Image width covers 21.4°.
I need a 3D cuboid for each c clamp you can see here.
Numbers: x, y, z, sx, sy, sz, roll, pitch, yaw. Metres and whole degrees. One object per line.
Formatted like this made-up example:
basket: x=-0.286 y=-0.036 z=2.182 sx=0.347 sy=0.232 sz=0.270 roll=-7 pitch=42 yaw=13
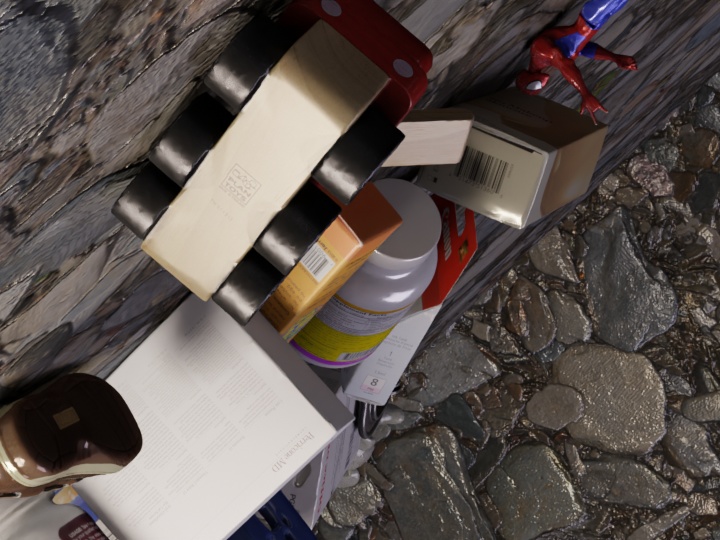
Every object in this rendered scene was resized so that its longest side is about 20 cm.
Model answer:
c clamp: x=0.033 y=0.072 z=2.009 sx=0.171 sy=0.027 sz=0.200 roll=-49 pitch=150 yaw=-69

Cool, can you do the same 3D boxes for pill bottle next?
pill bottle: x=-0.229 y=0.253 z=1.467 sx=0.114 sy=0.200 sz=0.114 roll=-40 pitch=173 yaw=-6
pill bottle: x=0.000 y=0.000 z=1.578 sx=0.104 sy=0.104 sz=0.200 roll=-38 pitch=172 yaw=-30

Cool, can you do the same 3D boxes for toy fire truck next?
toy fire truck: x=-0.010 y=-0.079 z=1.030 sx=0.176 sy=0.129 sz=0.200 roll=-49 pitch=-178 yaw=43

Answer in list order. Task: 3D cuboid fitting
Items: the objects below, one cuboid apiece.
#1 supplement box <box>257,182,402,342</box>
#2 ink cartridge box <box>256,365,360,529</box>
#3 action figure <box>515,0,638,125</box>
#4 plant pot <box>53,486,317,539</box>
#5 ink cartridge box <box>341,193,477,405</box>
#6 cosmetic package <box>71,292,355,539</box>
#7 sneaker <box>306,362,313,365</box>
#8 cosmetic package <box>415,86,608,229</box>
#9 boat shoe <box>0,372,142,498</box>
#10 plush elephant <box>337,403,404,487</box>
supplement box: x=-0.057 y=0.008 z=1.467 sx=0.200 sy=0.069 sz=0.067 roll=-45 pitch=172 yaw=36
ink cartridge box: x=-0.054 y=0.154 z=1.947 sx=0.200 sy=0.083 sz=0.147 roll=-53 pitch=154 yaw=-67
action figure: x=0.220 y=-0.202 z=1.603 sx=0.200 sy=0.099 sz=0.065 roll=-42 pitch=172 yaw=19
plant pot: x=-0.182 y=0.236 z=1.681 sx=0.200 sy=0.200 sz=0.180 roll=-42 pitch=168 yaw=7
ink cartridge box: x=0.038 y=-0.003 z=1.726 sx=0.163 sy=0.057 sz=0.200 roll=-93 pitch=-158 yaw=-51
cosmetic package: x=-0.126 y=0.125 z=1.454 sx=0.200 sy=0.151 sz=0.052 roll=-44 pitch=173 yaw=20
sneaker: x=-0.088 y=0.096 z=1.816 sx=0.200 sy=0.071 sz=0.099 roll=-47 pitch=168 yaw=10
cosmetic package: x=0.134 y=-0.101 z=1.643 sx=0.200 sy=0.105 sz=0.071 roll=-30 pitch=141 yaw=-67
boat shoe: x=-0.216 y=0.115 z=1.284 sx=0.075 sy=0.075 sz=0.202 roll=-29 pitch=170 yaw=13
plush elephant: x=-0.024 y=0.161 z=2.230 sx=0.200 sy=0.155 sz=0.165 roll=-39 pitch=173 yaw=-27
